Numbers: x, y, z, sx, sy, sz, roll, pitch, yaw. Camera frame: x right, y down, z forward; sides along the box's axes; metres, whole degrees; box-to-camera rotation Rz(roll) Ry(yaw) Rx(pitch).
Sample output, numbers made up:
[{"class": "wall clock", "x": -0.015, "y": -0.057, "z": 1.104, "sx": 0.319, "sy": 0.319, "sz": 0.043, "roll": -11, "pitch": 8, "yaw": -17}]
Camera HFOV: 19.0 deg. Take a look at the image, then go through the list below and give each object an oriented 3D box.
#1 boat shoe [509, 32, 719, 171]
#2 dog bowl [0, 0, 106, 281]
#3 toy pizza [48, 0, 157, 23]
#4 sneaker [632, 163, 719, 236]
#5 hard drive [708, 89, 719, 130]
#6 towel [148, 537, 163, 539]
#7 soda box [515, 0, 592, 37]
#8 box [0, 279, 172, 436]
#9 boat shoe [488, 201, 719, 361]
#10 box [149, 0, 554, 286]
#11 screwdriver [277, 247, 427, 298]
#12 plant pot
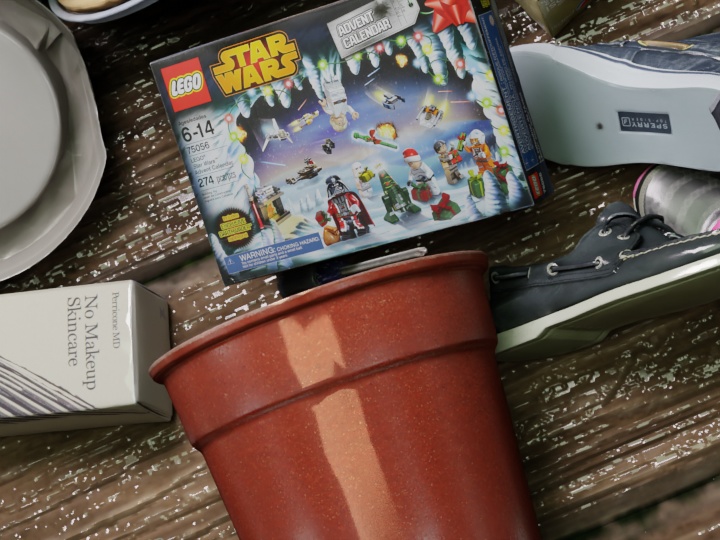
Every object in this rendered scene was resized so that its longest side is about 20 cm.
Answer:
[{"class": "boat shoe", "x": 0.172, "y": -0.104, "z": 1.256, "sx": 0.200, "sy": 0.091, "sz": 0.071, "roll": 14, "pitch": 124, "yaw": 38}, {"class": "dog bowl", "x": -0.255, "y": -0.091, "z": 1.315, "sx": 0.200, "sy": 0.059, "sz": 0.200, "roll": -3, "pitch": 108, "yaw": -9}, {"class": "toy pizza", "x": -0.111, "y": -0.224, "z": 1.263, "sx": 0.200, "sy": 0.032, "sz": 0.200, "roll": -29, "pitch": 32, "yaw": 20}, {"class": "sneaker", "x": 0.235, "y": -0.003, "z": 1.200, "sx": 0.200, "sy": 0.087, "sz": 0.074, "roll": 41, "pitch": 90, "yaw": 19}, {"class": "hard drive", "x": 0.263, "y": -0.065, "z": 1.152, "sx": 0.042, "sy": 0.200, "sz": 0.135, "roll": -28, "pitch": 85, "yaw": 40}, {"class": "towel", "x": -0.135, "y": 0.280, "z": 1.198, "sx": 0.200, "sy": 0.035, "sz": 0.193, "roll": -50, "pitch": 40, "yaw": 23}, {"class": "soda box", "x": 0.069, "y": -0.237, "z": 1.307, "sx": 0.064, "sy": 0.068, "sz": 0.200, "roll": -42, "pitch": 71, "yaw": 1}, {"class": "box", "x": -0.219, "y": 0.059, "z": 1.314, "sx": 0.200, "sy": 0.068, "sz": 0.082, "roll": -8, "pitch": 76, "yaw": 13}, {"class": "boat shoe", "x": 0.143, "y": -0.003, "z": 1.198, "sx": 0.199, "sy": 0.074, "sz": 0.066, "roll": -26, "pitch": 67, "yaw": 49}, {"class": "box", "x": -0.007, "y": -0.080, "z": 1.196, "sx": 0.200, "sy": 0.040, "sz": 0.137, "roll": -15, "pitch": 97, "yaw": 26}, {"class": "screwdriver", "x": 0.000, "y": 0.000, "z": 1.221, "sx": 0.029, "sy": 0.200, "sz": 0.028, "roll": 12, "pitch": 80, "yaw": -26}, {"class": "plant pot", "x": 0.009, "y": 0.115, "z": 1.188, "sx": 0.201, "sy": 0.201, "sz": 0.195, "roll": -21, "pitch": 81, "yaw": 9}]
